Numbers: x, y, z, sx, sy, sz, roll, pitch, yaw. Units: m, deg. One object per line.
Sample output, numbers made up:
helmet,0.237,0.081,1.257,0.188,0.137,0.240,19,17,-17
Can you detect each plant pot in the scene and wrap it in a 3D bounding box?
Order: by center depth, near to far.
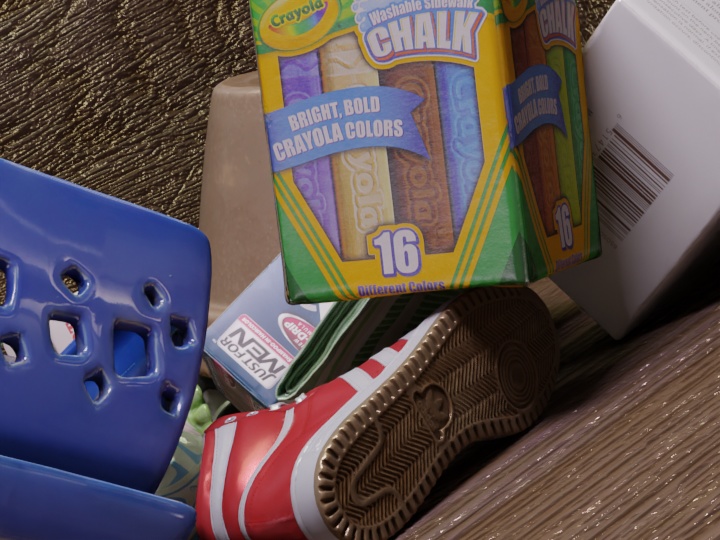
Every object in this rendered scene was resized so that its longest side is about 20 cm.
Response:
plant pot,-0.191,0.075,1.031,0.199,0.180,0.200,18,-41,-33
plant pot,-0.027,-0.037,1.432,0.199,0.175,0.200,-7,12,1

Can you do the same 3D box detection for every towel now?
towel,0.041,0.002,1.248,0.153,0.023,0.200,-54,-16,18

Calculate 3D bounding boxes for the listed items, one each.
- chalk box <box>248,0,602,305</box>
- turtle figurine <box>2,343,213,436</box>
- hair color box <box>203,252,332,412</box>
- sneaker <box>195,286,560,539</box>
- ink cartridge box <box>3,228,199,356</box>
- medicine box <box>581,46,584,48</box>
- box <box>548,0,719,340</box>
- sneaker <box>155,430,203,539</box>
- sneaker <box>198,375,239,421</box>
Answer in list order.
chalk box,0.031,-0.094,1.063,0.123,0.201,0.124,-4,7,24
turtle figurine,-0.197,0.088,1.390,0.193,0.201,0.144,-23,16,-17
hair color box,0.000,0.000,1.287,0.200,0.060,0.100,-47,-15,-12
sneaker,0.004,0.070,1.042,0.112,0.071,0.200,-19,11,42
ink cartridge box,-0.161,0.060,1.765,0.199,0.129,0.125,-29,5,-14
medicine box,0.260,-0.175,2.121,0.200,0.103,0.182,-30,5,-36
box,0.177,-0.081,1.185,0.200,0.106,0.152,-33,-18,-51
sneaker,-0.135,0.131,1.198,0.072,0.072,0.200,-40,7,-32
sneaker,-0.138,0.111,1.524,0.199,0.081,0.083,-17,-9,4
